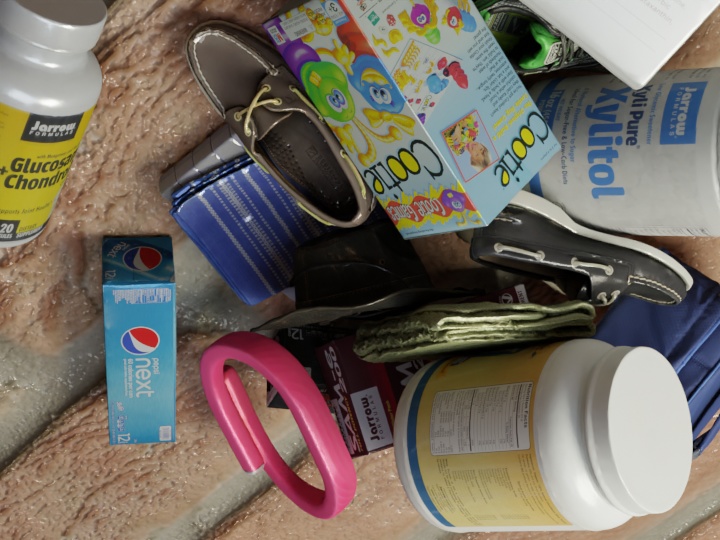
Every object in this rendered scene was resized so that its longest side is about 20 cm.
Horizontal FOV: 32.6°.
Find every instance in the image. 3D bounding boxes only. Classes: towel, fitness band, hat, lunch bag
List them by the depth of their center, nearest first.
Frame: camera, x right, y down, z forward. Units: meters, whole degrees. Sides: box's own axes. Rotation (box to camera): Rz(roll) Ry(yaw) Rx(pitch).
[{"bbox_3d":[0.088,0.049,1.004,0.148,0.037,0.200,0,171,-20],"label":"towel"},{"bbox_3d":[0.000,0.000,1.027,0.200,0.081,0.201,-11,174,-1],"label":"hat"},{"bbox_3d":[-0.044,-0.053,1.041,0.200,0.024,0.145,-25,131,10],"label":"towel"},{"bbox_3d":[-0.077,0.144,1.130,0.037,0.143,0.200,-38,114,-33],"label":"fitness band"},{"bbox_3d":[0.281,0.099,1.138,0.200,0.132,0.136,-49,152,-15],"label":"lunch bag"}]

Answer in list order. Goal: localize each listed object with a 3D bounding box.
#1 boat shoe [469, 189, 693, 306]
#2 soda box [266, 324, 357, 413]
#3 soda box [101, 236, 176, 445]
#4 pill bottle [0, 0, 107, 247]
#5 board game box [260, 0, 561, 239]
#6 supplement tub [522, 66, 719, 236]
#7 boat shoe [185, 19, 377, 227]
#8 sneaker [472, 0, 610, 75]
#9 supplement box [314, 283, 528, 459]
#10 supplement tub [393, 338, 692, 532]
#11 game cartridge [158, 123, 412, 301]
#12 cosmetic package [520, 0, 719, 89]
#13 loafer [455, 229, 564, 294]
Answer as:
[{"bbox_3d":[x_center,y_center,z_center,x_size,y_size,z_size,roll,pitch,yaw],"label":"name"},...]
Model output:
[{"bbox_3d":[0.176,-0.004,0.981,0.200,0.060,0.074,23,161,-22],"label":"boat shoe"},{"bbox_3d":[0.012,0.101,1.183,0.199,0.063,0.071,8,149,-17],"label":"soda box"},{"bbox_3d":[-0.201,0.067,1.121,0.064,0.068,0.200,-1,129,-11],"label":"soda box"},{"bbox_3d":[-0.261,-0.123,0.922,0.112,0.112,0.200,16,125,-23],"label":"pill bottle"},{"bbox_3d":[0.039,-0.136,0.912,0.103,0.105,0.200,-9,121,55],"label":"board game box"},{"bbox_3d":[0.232,-0.093,0.980,0.200,0.132,0.132,1,141,36],"label":"supplement tub"},{"bbox_3d":[-0.062,-0.113,0.955,0.072,0.060,0.200,-40,97,11],"label":"boat shoe"},{"bbox_3d":[0.155,-0.181,0.974,0.199,0.085,0.078,2,129,-14],"label":"sneaker"},{"bbox_3d":[0.070,0.091,1.130,0.199,0.109,0.061,-16,174,-21],"label":"supplement box"},{"bbox_3d":[0.141,0.131,0.964,0.200,0.145,0.145,-11,139,41],"label":"supplement tub"},{"bbox_3d":[-0.060,-0.055,1.072,0.130,0.038,0.200,-38,127,15],"label":"game cartridge"},{"bbox_3d":[0.188,-0.267,0.829,0.166,0.167,0.200,35,118,-11],"label":"cosmetic package"},{"bbox_3d":[0.173,-0.033,1.107,0.200,0.076,0.068,19,129,-24],"label":"loafer"}]
